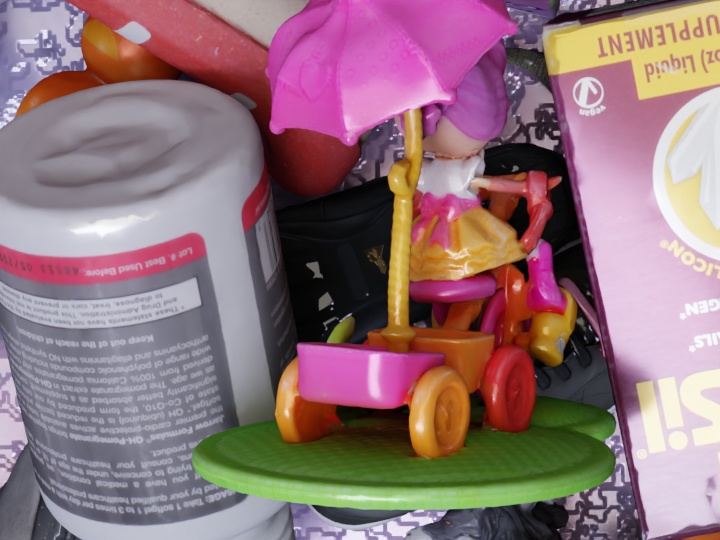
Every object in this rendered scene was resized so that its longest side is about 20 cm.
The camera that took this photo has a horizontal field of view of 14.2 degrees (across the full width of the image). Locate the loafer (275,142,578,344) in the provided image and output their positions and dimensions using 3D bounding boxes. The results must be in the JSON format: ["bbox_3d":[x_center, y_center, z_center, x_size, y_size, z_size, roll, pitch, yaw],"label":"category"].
[{"bbox_3d":[0.000,0.000,1.197,0.200,0.070,0.068,-20,86,18],"label":"loafer"}]

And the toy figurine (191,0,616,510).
[{"bbox_3d":[0.029,-0.023,1.032,0.150,0.200,0.185,5,98,30],"label":"toy figurine"}]

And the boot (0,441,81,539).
[{"bbox_3d":[-0.160,0.108,1.208,0.131,0.070,0.200,-6,62,31],"label":"boot"}]

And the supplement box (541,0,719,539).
[{"bbox_3d":[0.152,-0.011,1.102,0.131,0.103,0.201,-11,96,10],"label":"supplement box"}]

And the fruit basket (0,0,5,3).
[{"bbox_3d":[-0.239,-0.087,1.153,0.185,0.200,0.094,-37,72,5],"label":"fruit basket"}]

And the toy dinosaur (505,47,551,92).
[{"bbox_3d":[0.144,-0.056,1.178,0.199,0.077,0.103,15,77,-1],"label":"toy dinosaur"}]

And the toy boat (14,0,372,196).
[{"bbox_3d":[-0.090,-0.086,1.155,0.200,0.131,0.131,31,99,-26],"label":"toy boat"}]

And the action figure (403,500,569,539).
[{"bbox_3d":[0.043,0.163,1.160,0.102,0.119,0.201,-2,103,5],"label":"action figure"}]

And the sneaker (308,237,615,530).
[{"bbox_3d":[0.058,0.045,1.176,0.200,0.099,0.071,-33,86,3],"label":"sneaker"}]

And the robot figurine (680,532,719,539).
[{"bbox_3d":[0.194,0.150,1.156,0.199,0.144,0.117,0,114,5],"label":"robot figurine"}]

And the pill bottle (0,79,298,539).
[{"bbox_3d":[-0.077,0.038,1.107,0.110,0.111,0.200,-6,120,5],"label":"pill bottle"}]

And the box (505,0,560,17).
[{"bbox_3d":[0.048,-0.200,1.124,0.096,0.200,0.176,13,92,6],"label":"box"}]
